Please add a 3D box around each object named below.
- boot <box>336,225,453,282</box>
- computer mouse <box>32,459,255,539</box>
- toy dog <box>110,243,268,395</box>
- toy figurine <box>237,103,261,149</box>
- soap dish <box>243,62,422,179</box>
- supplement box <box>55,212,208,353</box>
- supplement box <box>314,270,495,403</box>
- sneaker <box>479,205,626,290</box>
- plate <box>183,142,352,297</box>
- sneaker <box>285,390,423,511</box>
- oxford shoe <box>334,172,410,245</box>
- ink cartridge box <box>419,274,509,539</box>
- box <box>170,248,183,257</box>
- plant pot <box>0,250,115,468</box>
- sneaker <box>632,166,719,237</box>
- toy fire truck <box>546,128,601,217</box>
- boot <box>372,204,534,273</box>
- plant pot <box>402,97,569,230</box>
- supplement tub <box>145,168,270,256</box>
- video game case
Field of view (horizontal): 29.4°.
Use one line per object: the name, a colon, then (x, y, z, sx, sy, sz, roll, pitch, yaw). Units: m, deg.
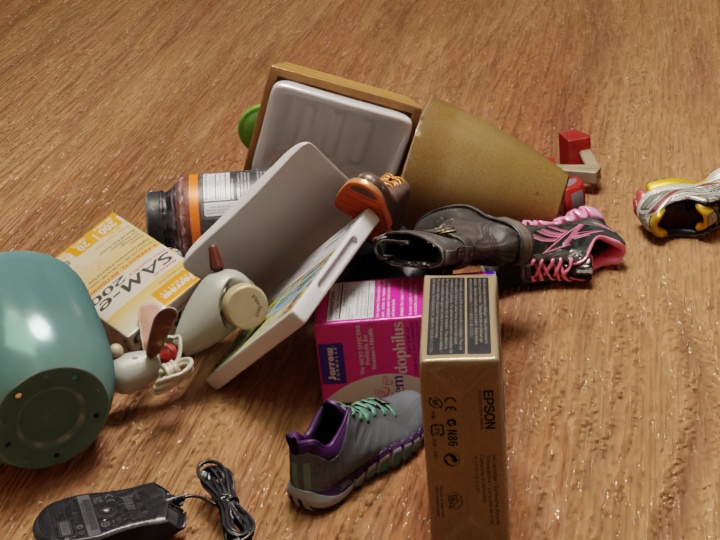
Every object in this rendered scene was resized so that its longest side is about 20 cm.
boot: (0.000, 0.001, 1.685, 0.161, 0.074, 0.197, -26, 36, -35)
computer mouse: (-0.194, 0.249, 1.267, 0.197, 0.047, 0.140, -12, 31, -23)
toy dog: (-0.193, 0.046, 1.495, 0.199, 0.097, 0.131, -37, 15, -32)
toy figurine: (-0.085, -0.109, 1.833, 0.150, 0.199, 0.185, -43, 25, 29)
soap dish: (-0.036, -0.173, 1.749, 0.197, 0.159, 0.082, 15, 33, -6)
supplement box: (-0.276, 0.025, 1.634, 0.126, 0.074, 0.199, -40, 47, -24)
supplement box: (0.053, 0.073, 1.492, 0.197, 0.103, 0.104, -4, 25, 6)
sneaker: (0.240, -0.016, 1.674, 0.198, 0.080, 0.095, -20, 41, -23)
plate: (-0.096, -0.051, 1.595, 0.199, 0.200, 0.032, -45, 60, 5)
sneaker: (0.002, 0.154, 1.355, 0.074, 0.089, 0.199, 14, 33, 35)
oxford shoe: (0.018, -0.085, 1.577, 0.071, 0.074, 0.200, 27, -9, 9)
ink cartridge box: (0.096, 0.127, 1.261, 0.074, 0.203, 0.165, -3, 27, 6)
box: (-0.207, -0.003, 1.771, 0.197, 0.040, 0.137, -9, 27, -5)
plant pot: (-0.345, 0.107, 1.421, 0.198, 0.203, 0.161, -19, 40, -24)
sneaker: (0.454, -0.080, 1.753, 0.197, 0.079, 0.083, -14, 29, 6)
toy fire truck: (0.284, -0.133, 1.913, 0.139, 0.049, 0.200, -12, 27, -12)
boot: (0.081, -0.034, 1.545, 0.172, 0.070, 0.199, -6, 8, -40)
plant pot: (0.162, -0.105, 1.772, 0.197, 0.189, 0.187, 17, 31, 9)
supplement tub: (-0.165, -0.069, 1.700, 0.197, 0.108, 0.107, -5, 26, -3)
video game case: (-0.076, 0.033, 1.518, 0.200, 0.023, 0.183, -37, 13, 48)
